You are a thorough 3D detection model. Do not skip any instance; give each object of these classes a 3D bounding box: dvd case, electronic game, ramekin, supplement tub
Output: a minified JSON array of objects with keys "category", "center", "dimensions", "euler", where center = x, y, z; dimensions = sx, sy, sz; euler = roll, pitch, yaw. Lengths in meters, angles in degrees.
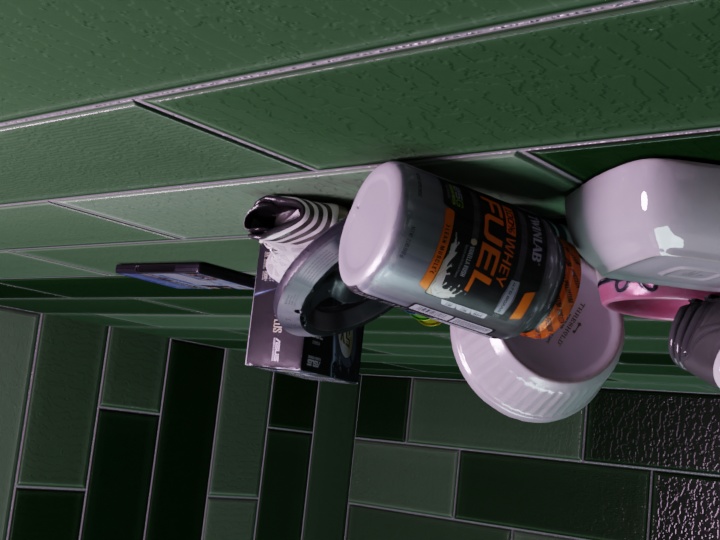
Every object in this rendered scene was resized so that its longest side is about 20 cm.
[{"category":"dvd case","center":[-0.280,0.010,1.761],"dimensions":[0.199,0.018,0.142],"euler":[0,168,38]},{"category":"electronic game","center":[0.000,0.000,1.118],"dimensions":[0.199,0.042,0.200],"euler":[-27,153,-15]},{"category":"ramekin","center":[0.210,0.066,1.250],"dimensions":[0.201,0.204,0.094],"euler":[8,158,-11]},{"category":"supplement tub","center":[0.091,-0.012,0.978],"dimensions":[0.199,0.123,0.122],"euler":[18,167,-22]}]

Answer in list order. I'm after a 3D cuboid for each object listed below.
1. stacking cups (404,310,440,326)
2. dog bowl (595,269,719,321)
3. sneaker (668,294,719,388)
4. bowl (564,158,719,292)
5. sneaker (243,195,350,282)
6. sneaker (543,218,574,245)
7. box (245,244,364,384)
[{"category":"stacking cups","center":[0.078,0.035,1.550],"dimensions":[0.060,0.061,0.200],"euler":[3,169,19]},{"category":"dog bowl","center":[0.342,0.008,1.153],"dimensions":[0.198,0.074,0.200],"euler":[6,170,1]},{"category":"sneaker","center":[0.369,0.028,1.033],"dimensions":[0.071,0.200,0.099],"euler":[53,163,-24]},{"category":"bowl","center":[0.292,-0.032,0.946],"dimensions":[0.198,0.075,0.200],"euler":[7,169,-11]},{"category":"sneaker","center":[-0.084,-0.042,1.192],"dimensions":[0.115,0.076,0.200],"euler":[19,158,-24]},{"category":"sneaker","center":[0.150,-0.015,1.154],"dimensions":[0.108,0.071,0.200],"euler":[12,166,-23]},{"category":"box","center":[-0.068,0.064,1.490],"dimensions":[0.086,0.165,0.200],"euler":[3,170,23]}]
